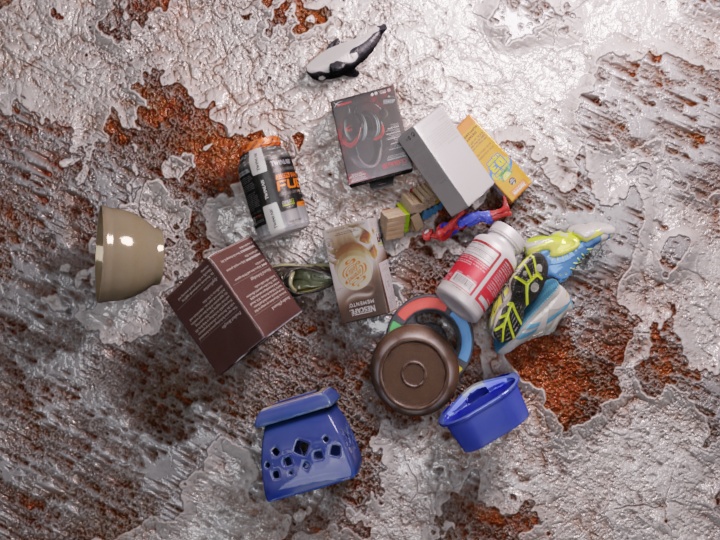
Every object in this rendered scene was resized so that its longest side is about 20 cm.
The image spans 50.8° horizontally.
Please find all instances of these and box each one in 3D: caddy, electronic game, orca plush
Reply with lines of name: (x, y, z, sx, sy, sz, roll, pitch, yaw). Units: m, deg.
caddy: (0.259, 0.290, 1.606, 0.197, 0.141, 0.107, -31, 95, 3)
electronic game: (0.151, 0.154, 1.657, 0.194, 0.042, 0.206, 0, 91, 3)
orca plush: (-0.020, -0.463, 1.656, 0.198, 0.071, 0.106, -38, 45, -1)

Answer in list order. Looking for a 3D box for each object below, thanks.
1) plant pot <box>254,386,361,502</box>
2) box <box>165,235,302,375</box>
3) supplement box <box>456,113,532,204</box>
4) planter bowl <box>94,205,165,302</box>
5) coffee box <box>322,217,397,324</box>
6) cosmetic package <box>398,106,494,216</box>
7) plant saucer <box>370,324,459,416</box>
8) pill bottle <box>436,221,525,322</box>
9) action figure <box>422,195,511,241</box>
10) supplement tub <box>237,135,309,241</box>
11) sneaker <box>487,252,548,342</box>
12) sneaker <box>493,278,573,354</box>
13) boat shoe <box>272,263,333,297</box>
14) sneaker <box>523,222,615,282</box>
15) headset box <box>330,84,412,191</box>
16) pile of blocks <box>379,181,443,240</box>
plant pot: (-0.113, 0.355, 1.602, 0.195, 0.200, 0.185, -16, 84, 4)
box: (-0.265, 0.071, 1.591, 0.165, 0.164, 0.202, -36, 90, 30)
supplement box: (0.279, -0.239, 1.631, 0.066, 0.069, 0.200, -44, 90, 3)
planter bowl: (-0.494, -0.031, 1.626, 0.131, 0.199, 0.207, 3, 91, -24)
coffee box: (0.000, 0.000, 1.633, 0.112, 0.080, 0.206, -13, 90, 18)
cosmetic package: (0.179, -0.228, 1.585, 0.101, 0.074, 0.202, -37, 94, -31)
plant saucer: (0.116, 0.220, 1.634, 0.194, 0.032, 0.206, 1, 99, 8)
pill bottle: (0.259, 0.000, 1.605, 0.112, 0.112, 0.201, 39, 79, 1)
action figure: (0.225, -0.107, 1.634, 0.196, 0.065, 0.053, -23, 78, 12)
supplement tub: (-0.190, -0.175, 1.628, 0.119, 0.123, 0.205, -18, 91, 3)
sneaker: (0.323, 0.049, 1.600, 0.075, 0.076, 0.203, 32, 90, -20)
sneaker: (0.370, 0.115, 1.629, 0.080, 0.077, 0.200, 40, 104, -23)
boat shoe: (-0.148, 0.021, 1.657, 0.195, 0.066, 0.074, -6, 94, 4)
sneaker: (0.453, -0.037, 1.631, 0.194, 0.076, 0.108, -12, 102, 10)
headset box: (0.027, -0.277, 1.638, 0.145, 0.075, 0.206, -13, 90, 3)
pile of blocks: (0.120, -0.143, 1.653, 0.197, 0.083, 0.062, -33, 46, -6)
